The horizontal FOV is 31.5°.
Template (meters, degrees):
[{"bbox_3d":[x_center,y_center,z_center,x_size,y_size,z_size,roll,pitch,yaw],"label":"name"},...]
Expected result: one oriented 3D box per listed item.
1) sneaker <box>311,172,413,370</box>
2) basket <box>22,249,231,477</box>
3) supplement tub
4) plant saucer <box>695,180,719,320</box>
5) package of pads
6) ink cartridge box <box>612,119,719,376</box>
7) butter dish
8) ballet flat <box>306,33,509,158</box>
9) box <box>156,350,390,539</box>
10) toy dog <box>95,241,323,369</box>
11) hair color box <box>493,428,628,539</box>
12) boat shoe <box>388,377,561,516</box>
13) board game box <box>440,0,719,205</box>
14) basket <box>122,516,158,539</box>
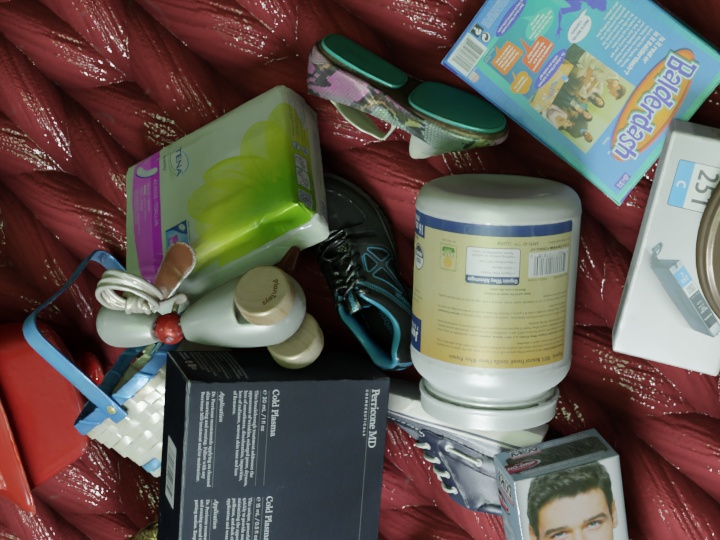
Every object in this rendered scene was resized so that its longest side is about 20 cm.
[{"bbox_3d":[0.000,0.000,1.178,0.073,0.082,0.201,-33,90,24],"label":"sneaker"},{"bbox_3d":[-0.217,0.085,1.219,0.139,0.176,0.200,-34,102,25],"label":"basket"},{"bbox_3d":[0.116,0.025,1.112,0.143,0.144,0.201,6,104,17],"label":"supplement tub"},{"bbox_3d":[0.369,-0.024,1.032,0.199,0.029,0.201,-3,112,-8],"label":"plant saucer"},{"bbox_3d":[-0.125,-0.065,1.173,0.199,0.068,0.155,-25,50,22],"label":"package of pads"},{"bbox_3d":[0.320,-0.009,1.068,0.175,0.045,0.201,13,111,5],"label":"ink cartridge box"},{"bbox_3d":[-0.329,0.124,1.290,0.199,0.147,0.201,-3,105,64],"label":"butter dish"},{"bbox_3d":[0.038,-0.144,1.147,0.199,0.069,0.071,27,128,15],"label":"ballet flat"},{"bbox_3d":[-0.080,0.179,1.135,0.181,0.104,0.201,2,100,-19],"label":"box"},{"bbox_3d":[-0.125,0.019,1.103,0.199,0.097,0.132,11,146,0],"label":"toy dog"},{"bbox_3d":[0.187,0.254,1.154,0.098,0.061,0.201,-13,109,-8],"label":"hair color box"},{"bbox_3d":[0.080,0.167,1.194,0.199,0.075,0.093,17,100,13],"label":"boat shoe"},{"bbox_3d":[0.193,-0.178,1.092,0.200,0.045,0.152,40,111,5],"label":"board game box"},{"bbox_3d":[-0.146,0.327,1.241,0.201,0.149,0.143,58,155,-1],"label":"basket"}]
